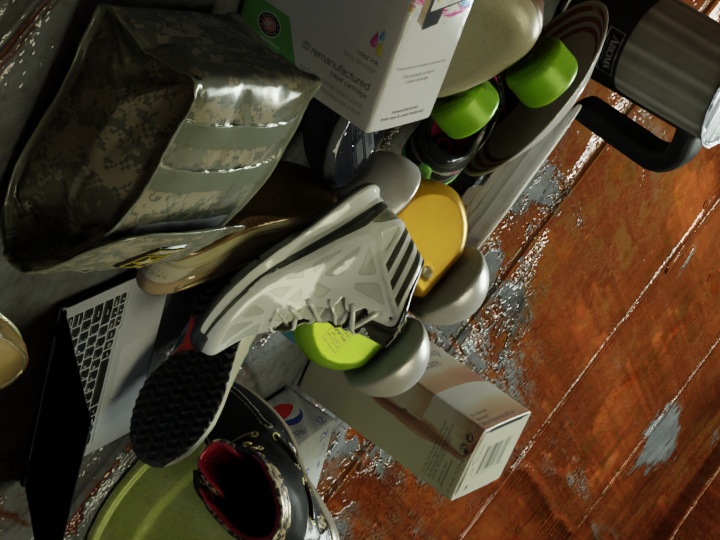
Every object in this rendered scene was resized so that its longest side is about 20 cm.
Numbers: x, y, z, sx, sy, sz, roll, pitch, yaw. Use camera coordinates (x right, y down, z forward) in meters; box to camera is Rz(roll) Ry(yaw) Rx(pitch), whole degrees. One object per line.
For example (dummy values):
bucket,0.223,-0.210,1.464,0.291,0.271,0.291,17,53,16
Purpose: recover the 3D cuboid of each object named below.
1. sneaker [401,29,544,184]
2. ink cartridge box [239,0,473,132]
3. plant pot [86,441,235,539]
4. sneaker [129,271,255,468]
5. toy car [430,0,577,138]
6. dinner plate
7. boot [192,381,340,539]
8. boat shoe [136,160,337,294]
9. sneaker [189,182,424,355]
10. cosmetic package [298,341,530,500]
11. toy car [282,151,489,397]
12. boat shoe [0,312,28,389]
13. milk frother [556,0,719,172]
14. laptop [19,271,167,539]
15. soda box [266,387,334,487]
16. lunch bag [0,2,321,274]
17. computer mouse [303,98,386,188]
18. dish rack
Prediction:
sneaker,0.112,-0.161,1.636,0.200,0.077,0.084,-61,-172,-14
ink cartridge box,0.008,-0.225,1.319,0.084,0.145,0.200,-19,138,-50
plant pot,-0.123,0.272,1.671,0.200,0.184,0.201,-41,153,-27
sneaker,-0.125,0.076,1.536,0.200,0.070,0.093,-67,166,-3
toy car,0.094,-0.241,1.468,0.164,0.158,0.200,45,47,-27
dinner plate,0.165,-0.164,1.685,0.200,0.024,0.200,-47,-162,20
boot,-0.099,0.166,1.555,0.073,0.200,0.151,-33,160,6
boat shoe,-0.102,-0.035,1.466,0.200,0.071,0.065,-21,149,-43
sneaker,-0.032,0.028,1.453,0.200,0.115,0.076,-37,173,-15
cosmetic package,0.053,0.127,1.791,0.103,0.200,0.087,-16,135,-56
toy car,0.000,0.000,1.607,0.200,0.150,0.175,-49,121,-21
boat shoe,-0.279,0.061,1.242,0.072,0.076,0.200,-57,156,5
milk frother,0.322,-0.222,1.852,0.200,0.188,0.181,-40,153,-30
laptop,-0.196,0.121,1.427,0.200,0.116,0.188,-27,144,-47
soda box,-0.087,0.216,1.813,0.068,0.063,0.200,-33,148,-42
lunch bag,-0.145,-0.075,1.272,0.164,0.118,0.200,-8,135,-60
computer mouse,0.003,-0.150,1.533,0.200,0.053,0.139,-54,157,-35
dish rack,0.142,-0.096,1.793,0.172,0.043,0.200,-55,179,-3
